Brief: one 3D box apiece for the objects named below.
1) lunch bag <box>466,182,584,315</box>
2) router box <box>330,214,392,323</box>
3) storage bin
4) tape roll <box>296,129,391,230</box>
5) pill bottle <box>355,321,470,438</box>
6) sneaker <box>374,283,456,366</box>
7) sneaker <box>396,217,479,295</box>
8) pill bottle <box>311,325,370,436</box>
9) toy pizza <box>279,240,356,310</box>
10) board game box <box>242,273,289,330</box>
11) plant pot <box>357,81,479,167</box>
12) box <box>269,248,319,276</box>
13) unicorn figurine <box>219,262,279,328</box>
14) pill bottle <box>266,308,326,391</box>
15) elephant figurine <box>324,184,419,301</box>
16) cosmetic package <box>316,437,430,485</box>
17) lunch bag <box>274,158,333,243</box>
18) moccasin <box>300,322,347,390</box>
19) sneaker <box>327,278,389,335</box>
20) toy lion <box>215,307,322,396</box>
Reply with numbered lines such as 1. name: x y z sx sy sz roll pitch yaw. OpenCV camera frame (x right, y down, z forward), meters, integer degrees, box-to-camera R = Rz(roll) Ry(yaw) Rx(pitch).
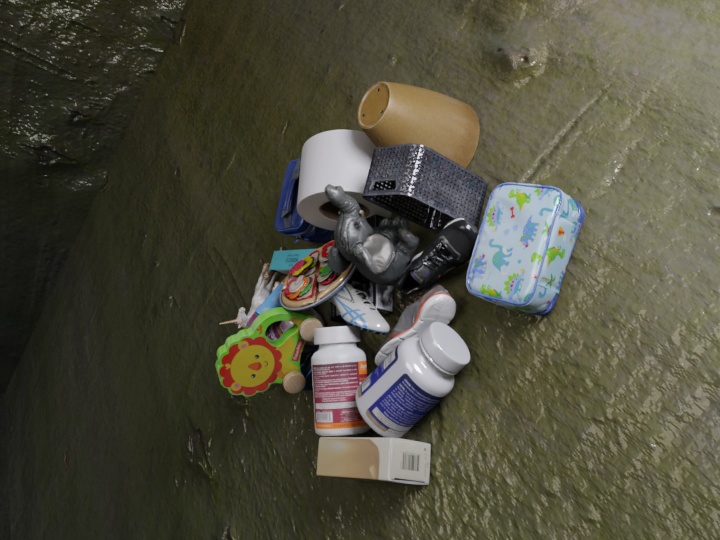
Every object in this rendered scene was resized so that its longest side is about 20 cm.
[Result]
1. lunch bag: 0.260 -0.039 1.088 0.160 0.082 0.202 13 85 51
2. router box: 0.000 0.000 1.409 0.148 0.051 0.203 -18 65 46
3. storage bin: 0.118 -0.145 1.210 0.135 0.199 0.095 6 79 51
4. tape roll: -0.030 -0.184 1.412 0.202 0.201 0.141 -19 61 45
5. pill bottle: 0.093 0.188 1.168 0.200 0.119 0.120 -48 43 26
6. sneaker: 0.101 0.106 1.248 0.200 0.077 0.082 -46 25 21
7. sneaker: 0.136 -0.012 1.193 0.088 0.076 0.200 -42 -3 -40
8. pill bottle: -0.040 0.211 1.298 0.109 0.109 0.203 -11 80 48
9. toy pizza: -0.088 0.000 1.363 0.199 0.032 0.201 -27 30 17
10. board game box: -0.215 0.106 1.537 0.153 0.040 0.200 -51 0 -42
11. plant pot: 0.097 -0.279 1.298 0.185 0.199 0.189 -24 57 42
12. box: -0.121 -0.013 1.548 0.199 0.082 0.050 0 72 50
13. unicorn figurine: -0.248 0.063 1.651 0.138 0.073 0.200 -60 -3 21
14. pill bottle: -0.173 0.175 1.506 0.200 0.112 0.113 -51 42 23
15. elephant figurine: 0.000 -0.049 1.243 0.142 0.199 0.156 -46 58 31
16. cosmetic package: 0.021 0.341 1.206 0.199 0.104 0.072 -16 62 48
17. lunch bag: -0.121 -0.158 1.566 0.135 0.131 0.202 -4 71 51
18. moccasin: -0.082 0.171 1.422 0.200 0.080 0.069 -48 43 26
19. sneaker: -0.009 0.061 1.306 0.200 0.071 0.073 39 109 45
20. toy lion: -0.194 0.166 1.368 0.069 0.190 0.202 49 124 58
